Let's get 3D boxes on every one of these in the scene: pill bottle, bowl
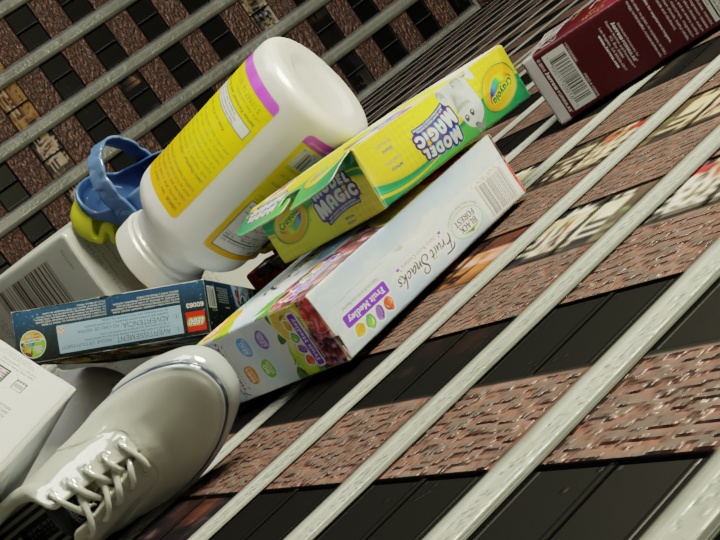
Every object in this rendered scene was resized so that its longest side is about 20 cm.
[{"bbox_3d":[-0.094,-0.070,1.058,0.200,0.104,0.104,-43,5,21],"label":"pill bottle"},{"bbox_3d":[-0.243,0.132,1.066,0.200,0.091,0.201,-35,8,5],"label":"bowl"}]

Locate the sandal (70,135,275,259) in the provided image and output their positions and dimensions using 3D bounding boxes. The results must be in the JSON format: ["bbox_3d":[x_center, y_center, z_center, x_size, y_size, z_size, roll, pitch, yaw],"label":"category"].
[{"bbox_3d":[-0.145,-0.061,1.150,0.198,0.088,0.080,4,46,6],"label":"sandal"}]

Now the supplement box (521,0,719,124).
[{"bbox_3d":[0.227,-0.199,1.078,0.199,0.061,0.109,-32,9,25],"label":"supplement box"}]

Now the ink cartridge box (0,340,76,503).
[{"bbox_3d":[-0.274,0.157,0.841,0.201,0.083,0.176,-58,1,20],"label":"ink cartridge box"}]

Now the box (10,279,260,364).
[{"bbox_3d":[-0.153,0.040,1.035,0.135,0.038,0.200,-10,-4,7],"label":"box"}]

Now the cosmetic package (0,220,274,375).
[{"bbox_3d":[-0.209,0.016,1.310,0.164,0.166,0.200,-28,12,41],"label":"cosmetic package"}]

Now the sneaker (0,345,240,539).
[{"bbox_3d":[-0.145,0.123,0.807,0.200,0.073,0.071,-44,7,21],"label":"sneaker"}]

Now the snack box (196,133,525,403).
[{"bbox_3d":[0.000,0.000,0.924,0.200,0.053,0.142,-41,9,-38],"label":"snack box"}]

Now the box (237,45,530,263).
[{"bbox_3d":[0.015,-0.073,0.935,0.200,0.049,0.117,-36,6,-40],"label":"box"}]

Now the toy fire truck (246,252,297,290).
[{"bbox_3d":[-0.017,-0.024,1.143,0.141,0.049,0.200,-43,10,-36],"label":"toy fire truck"}]
